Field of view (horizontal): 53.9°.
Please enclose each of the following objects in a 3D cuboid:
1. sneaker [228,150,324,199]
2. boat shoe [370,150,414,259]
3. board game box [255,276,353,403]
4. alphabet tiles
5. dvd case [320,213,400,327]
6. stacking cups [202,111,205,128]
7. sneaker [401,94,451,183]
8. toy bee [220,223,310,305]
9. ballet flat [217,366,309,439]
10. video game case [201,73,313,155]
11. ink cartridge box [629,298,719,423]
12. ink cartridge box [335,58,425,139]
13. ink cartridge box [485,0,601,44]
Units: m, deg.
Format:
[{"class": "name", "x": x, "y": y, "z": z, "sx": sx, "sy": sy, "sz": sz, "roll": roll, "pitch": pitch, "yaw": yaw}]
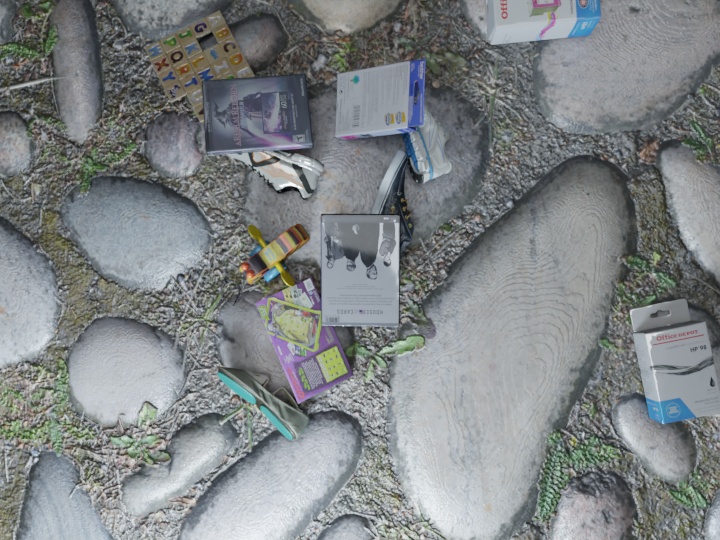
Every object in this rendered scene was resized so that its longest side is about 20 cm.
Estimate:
[{"class": "sneaker", "x": -0.170, "y": -0.194, "z": 1.333, "sx": 0.195, "sy": 0.074, "sz": 0.082, "roll": 18, "pitch": 91, "yaw": 4}, {"class": "boat shoe", "x": 0.069, "y": -0.114, "z": 1.322, "sx": 0.089, "sy": 0.071, "sz": 0.205, "roll": 21, "pitch": 96, "yaw": 3}, {"class": "board game box", "x": -0.105, "y": 0.130, "z": 1.328, "sx": 0.118, "sy": 0.032, "sz": 0.204, "roll": -23, "pitch": 86, "yaw": -13}, {"class": "alphabet tiles", "x": -0.301, "y": -0.384, "z": 1.347, "sx": 0.164, "sy": 0.008, "sz": 0.203, "roll": -28, "pitch": 73, "yaw": -6}, {"class": "dvd case", "x": 0.000, "y": 0.000, "z": 1.294, "sx": 0.146, "sy": 0.025, "sz": 0.206, "roll": 1, "pitch": 98, "yaw": 6}, {"class": "stacking cups", "x": -0.198, "y": -0.293, "z": 1.345, "sx": 0.194, "sy": 0.061, "sz": 0.062, "roll": -9, "pitch": 87, "yaw": 2}, {"class": "sneaker", "x": 0.120, "y": -0.267, "z": 1.331, "sx": 0.085, "sy": 0.075, "sz": 0.206, "roll": -13, "pitch": 85, "yaw": -19}, {"class": "toy bee", "x": -0.176, "y": -0.008, "z": 1.309, "sx": 0.129, "sy": 0.109, "sz": 0.203, "roll": 30, "pitch": 90, "yaw": 2}, {"class": "ballet flat", "x": -0.179, "y": 0.234, "z": 1.330, "sx": 0.199, "sy": 0.068, "sz": 0.064, "roll": 40, "pitch": 63, "yaw": 3}, {"class": "video game case", "x": -0.190, "y": -0.288, "z": 1.304, "sx": 0.194, "sy": 0.019, "sz": 0.147, "roll": -5, "pitch": 75, "yaw": -7}, {"class": "ink cartridge box", "x": 0.568, "y": 0.161, "z": 1.279, "sx": 0.113, "sy": 0.067, "sz": 0.206, "roll": -11, "pitch": 87, "yaw": 3}, {"class": "ink cartridge box", "x": 0.041, "y": -0.311, "z": 1.296, "sx": 0.196, "sy": 0.041, "sz": 0.123, "roll": 1, "pitch": 88, "yaw": 38}, {"class": "ink cartridge box", "x": 0.333, "y": -0.512, "z": 1.312, "sx": 0.194, "sy": 0.085, "sz": 0.149, "roll": -5, "pitch": 88, "yaw": 4}]
